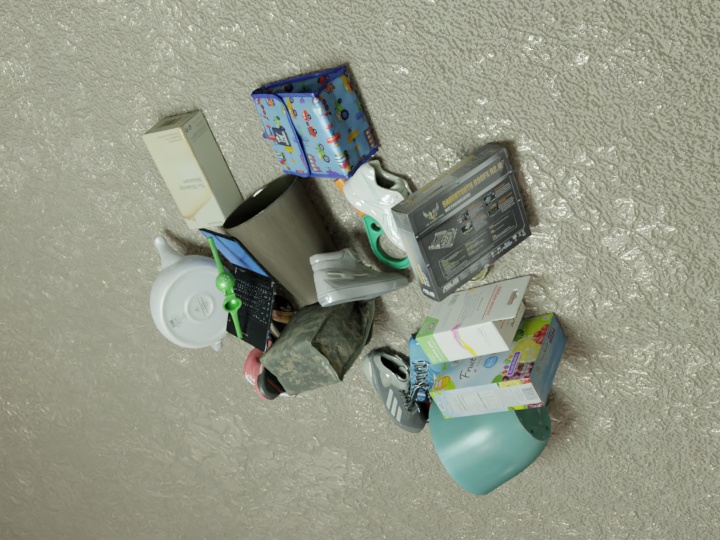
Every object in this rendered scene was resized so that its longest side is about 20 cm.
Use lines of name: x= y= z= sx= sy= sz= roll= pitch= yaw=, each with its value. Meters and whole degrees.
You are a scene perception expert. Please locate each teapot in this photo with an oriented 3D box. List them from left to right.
teapot: x=-0.345 y=0.057 z=1.669 sx=0.195 sy=0.203 sz=0.146 roll=15 pitch=-173 yaw=-30

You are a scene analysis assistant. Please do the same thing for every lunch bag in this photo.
lunch bag: x=-0.091 y=-0.237 z=1.338 sx=0.198 sy=0.094 sz=0.152 roll=4 pitch=130 yaw=43
lunch bag: x=-0.066 y=0.122 z=1.522 sx=0.163 sy=0.201 sz=0.118 roll=-22 pitch=114 yaw=44

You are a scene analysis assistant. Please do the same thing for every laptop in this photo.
laptop: x=-0.242 y=0.033 z=1.526 sx=0.176 sy=0.102 sz=0.204 roll=17 pitch=100 yaw=55

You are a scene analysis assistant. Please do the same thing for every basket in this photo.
basket: x=-0.121 y=-0.049 z=1.466 sx=0.179 sy=0.137 sz=0.201 roll=-24 pitch=115 yaw=34

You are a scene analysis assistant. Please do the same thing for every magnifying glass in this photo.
magnifying glass: x=0.023 y=-0.084 z=1.427 sx=0.079 sy=0.022 sz=0.201 roll=-25 pitch=110 yaw=41

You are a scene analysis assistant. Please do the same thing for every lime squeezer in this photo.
lime squeezer: x=-0.247 y=0.042 z=1.492 sx=0.070 sy=0.037 sz=0.203 roll=11 pitch=120 yaw=57

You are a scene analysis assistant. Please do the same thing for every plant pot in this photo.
plant pot: x=0.247 y=0.281 z=1.479 sx=0.160 sy=0.201 sz=0.201 roll=-36 pitch=104 yaw=32

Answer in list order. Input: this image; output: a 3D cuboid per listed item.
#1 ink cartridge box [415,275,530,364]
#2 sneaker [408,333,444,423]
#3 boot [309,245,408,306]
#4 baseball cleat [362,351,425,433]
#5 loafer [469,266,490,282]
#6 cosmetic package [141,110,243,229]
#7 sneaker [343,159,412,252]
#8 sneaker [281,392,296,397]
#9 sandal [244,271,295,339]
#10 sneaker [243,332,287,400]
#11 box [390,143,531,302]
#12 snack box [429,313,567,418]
ink cartridge box: x=0.206 y=0.086 z=1.389 sx=0.198 sy=0.118 sz=0.068 roll=-16 pitch=118 yaw=39
sneaker: x=0.129 y=0.209 z=1.553 sx=0.077 sy=0.090 sz=0.203 roll=3 pitch=126 yaw=28
boot: x=0.000 y=0.000 z=1.428 sx=0.073 sy=0.198 sz=0.097 roll=-24 pitch=78 yaw=46
baseball cleat: x=0.081 y=0.246 z=1.617 sx=0.201 sy=0.070 sz=0.106 roll=50 pitch=148 yaw=-15
loafer: x=0.165 y=-0.059 z=1.331 sx=0.075 sy=0.068 sz=0.203 roll=1 pitch=125 yaw=30
cosmetic package: x=-0.306 y=-0.183 z=1.502 sx=0.102 sy=0.073 sz=0.202 roll=-5 pitch=122 yaw=32
sneaker: x=0.063 y=-0.101 z=1.356 sx=0.199 sy=0.071 sz=0.080 roll=39 pitch=132 yaw=-3
sneaker: x=-0.190 y=0.181 z=1.701 sx=0.199 sy=0.113 sz=0.071 roll=38 pitch=135 yaw=-3
sandal: x=-0.165 y=0.076 z=1.642 sx=0.054 sy=0.082 sz=0.202 roll=-25 pitch=105 yaw=17
sneaker: x=-0.189 y=0.202 z=1.583 sx=0.086 sy=0.201 sz=0.074 roll=-36 pitch=110 yaw=12
box: x=0.157 y=-0.073 z=1.238 sx=0.048 sy=0.199 sz=0.160 roll=26 pitch=146 yaw=57
snack box: x=0.237 y=0.165 z=1.400 sx=0.198 sy=0.169 sz=0.068 roll=-18 pitch=115 yaw=38
